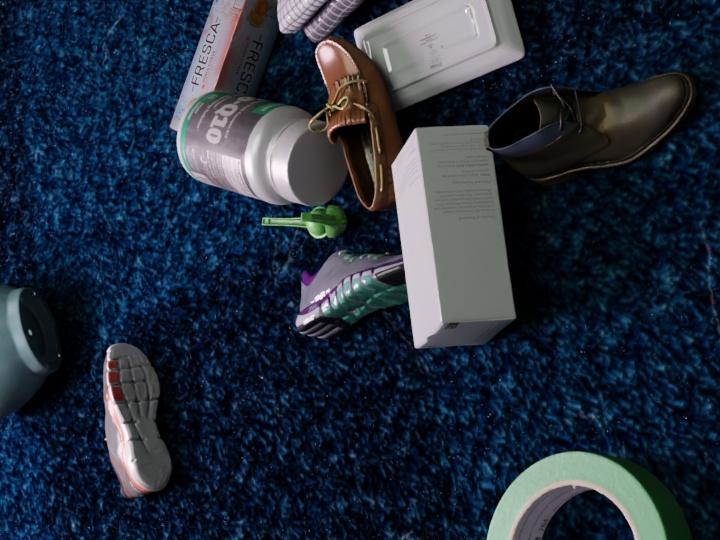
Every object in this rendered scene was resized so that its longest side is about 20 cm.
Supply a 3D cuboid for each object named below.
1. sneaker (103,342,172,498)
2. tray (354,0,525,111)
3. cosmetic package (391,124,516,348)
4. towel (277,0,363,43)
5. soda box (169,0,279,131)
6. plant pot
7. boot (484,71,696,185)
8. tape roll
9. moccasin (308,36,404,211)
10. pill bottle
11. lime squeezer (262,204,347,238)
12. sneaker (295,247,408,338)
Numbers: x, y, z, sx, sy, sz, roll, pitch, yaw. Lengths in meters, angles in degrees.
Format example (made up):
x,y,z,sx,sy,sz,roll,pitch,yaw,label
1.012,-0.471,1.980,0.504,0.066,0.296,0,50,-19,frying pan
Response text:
x,y,z,sx,sy,sz,roll,pitch,yaw,label
-0.293,0.188,1.778,0.082,0.077,0.201,-36,56,39,sneaker
0.077,-0.245,1.546,0.199,0.022,0.108,-19,83,35,tray
0.090,-0.032,1.424,0.113,0.081,0.201,129,134,-72,cosmetic package
-0.028,-0.381,1.638,0.166,0.085,0.201,146,130,-63,towel
-0.161,-0.253,1.767,0.063,0.068,0.201,25,96,44,soda box
-0.482,0.099,1.916,0.134,0.200,0.201,-18,64,10,plant pot
0.213,-0.139,1.362,0.200,0.097,0.075,-27,62,36,boot
0.204,0.266,1.301,0.200,0.048,0.201,-14,69,41,tape roll
-0.006,-0.158,1.556,0.074,0.078,0.202,-24,80,51,moccasin
-0.112,-0.139,1.661,0.200,0.113,0.114,18,92,44,pill bottle
-0.055,-0.052,1.622,0.200,0.070,0.038,-176,73,-73,lime squeezer
0.000,0.000,1.549,0.200,0.074,0.088,-27,57,37,sneaker
